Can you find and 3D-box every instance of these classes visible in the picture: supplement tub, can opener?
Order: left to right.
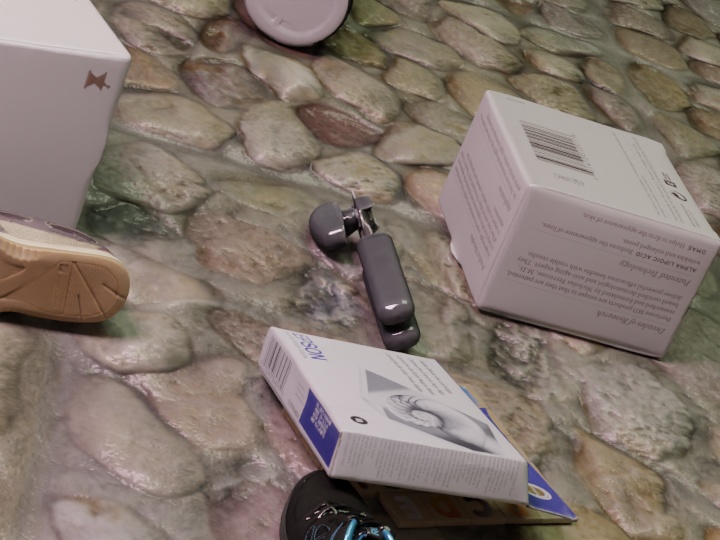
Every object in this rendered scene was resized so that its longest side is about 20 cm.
[{"bbox_3d":[-0.060,-0.335,2.068,0.121,0.123,0.200,20,26,-6],"label":"supplement tub"},{"bbox_3d":[0.000,0.000,1.597,0.066,0.054,0.201,-14,33,-2],"label":"can opener"}]

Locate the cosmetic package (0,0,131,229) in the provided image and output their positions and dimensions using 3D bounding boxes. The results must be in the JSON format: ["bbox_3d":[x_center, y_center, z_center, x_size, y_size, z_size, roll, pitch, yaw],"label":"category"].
[{"bbox_3d":[-0.307,-0.153,1.478,0.165,0.168,0.200,4,31,-35],"label":"cosmetic package"}]

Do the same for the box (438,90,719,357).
[{"bbox_3d":[0.196,-0.045,1.728,0.198,0.132,0.200,15,27,-18],"label":"box"}]

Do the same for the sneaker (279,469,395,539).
[{"bbox_3d":[-0.001,0.183,1.200,0.073,0.083,0.200,10,28,-19],"label":"sneaker"}]

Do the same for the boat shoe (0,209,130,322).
[{"bbox_3d":[-0.268,-0.010,1.363,0.198,0.073,0.065,10,17,-20],"label":"boat shoe"}]

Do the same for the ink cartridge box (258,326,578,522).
[{"bbox_3d":[0.043,0.108,1.362,0.198,0.041,0.200,13,15,-23],"label":"ink cartridge box"}]

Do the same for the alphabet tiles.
[{"bbox_3d":[0.044,0.135,1.411,0.198,0.008,0.167,4,32,-35],"label":"alphabet tiles"}]
